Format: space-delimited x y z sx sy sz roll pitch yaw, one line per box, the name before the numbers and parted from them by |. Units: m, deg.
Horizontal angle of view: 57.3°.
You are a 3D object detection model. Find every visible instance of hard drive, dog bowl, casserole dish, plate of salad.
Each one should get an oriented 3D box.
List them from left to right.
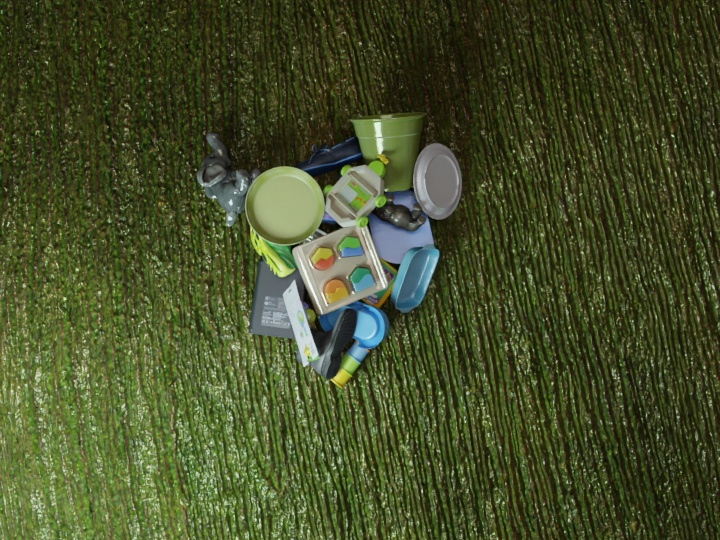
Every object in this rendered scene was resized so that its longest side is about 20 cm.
hard drive | -0.214 0.075 1.754 0.139 0.033 0.200 8 86 -2
dog bowl | -0.013 0.130 1.710 0.200 0.050 0.112 18 100 30
casserole dish | 0.137 0.015 1.726 0.039 0.121 0.200 34 115 36
plate of salad | 0.200 -0.236 1.751 0.200 0.048 0.200 -3 95 -44

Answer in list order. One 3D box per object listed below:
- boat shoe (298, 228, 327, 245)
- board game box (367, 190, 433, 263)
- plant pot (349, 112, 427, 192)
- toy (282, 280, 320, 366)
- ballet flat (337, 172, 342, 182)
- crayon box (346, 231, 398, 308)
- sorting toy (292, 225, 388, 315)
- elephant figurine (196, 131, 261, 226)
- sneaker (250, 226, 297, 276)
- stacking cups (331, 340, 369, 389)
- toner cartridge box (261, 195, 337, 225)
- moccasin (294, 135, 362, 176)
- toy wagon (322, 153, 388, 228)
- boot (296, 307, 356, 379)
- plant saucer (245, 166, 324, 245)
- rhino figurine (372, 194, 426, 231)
boat shoe | -0.128 -0.083 1.749 0.201 0.072 0.060 24 81 -5
board game box | 0.106 -0.116 1.781 0.158 0.039 0.200 -13 85 3
plant pot | 0.080 -0.308 1.721 0.200 0.200 0.190 -6 106 -3
toy | -0.139 0.132 1.671 0.047 0.115 0.200 -7 72 -26
ballet flat | -0.017 -0.168 1.773 0.064 0.067 0.200 -6 87 -31
crayon box | 0.000 0.000 1.725 0.200 0.058 0.119 39 88 -19
sorting toy | -0.048 -0.005 1.655 0.200 0.036 0.185 -22 98 -7
elephant figurine | -0.368 -0.245 1.734 0.200 0.155 0.142 30 129 10
sneaker | -0.228 -0.070 1.741 0.083 0.074 0.200 -20 67 -33
stacking cups | -0.005 0.219 1.746 0.060 0.061 0.200 41 83 0
toner cartridge box | -0.156 -0.158 1.741 0.200 0.095 0.043 7 86 -2
moccasin | -0.089 -0.306 1.771 0.200 0.080 0.068 -20 84 -18
toy wagon | 0.001 -0.203 1.651 0.200 0.040 0.155 -48 57 4
boot | -0.096 0.168 1.697 0.132 0.070 0.200 28 99 35
plant saucer | -0.191 -0.163 1.677 0.200 0.031 0.200 0 88 -3
rhino figurine | 0.074 -0.156 1.721 0.200 0.087 0.060 20 71 2
